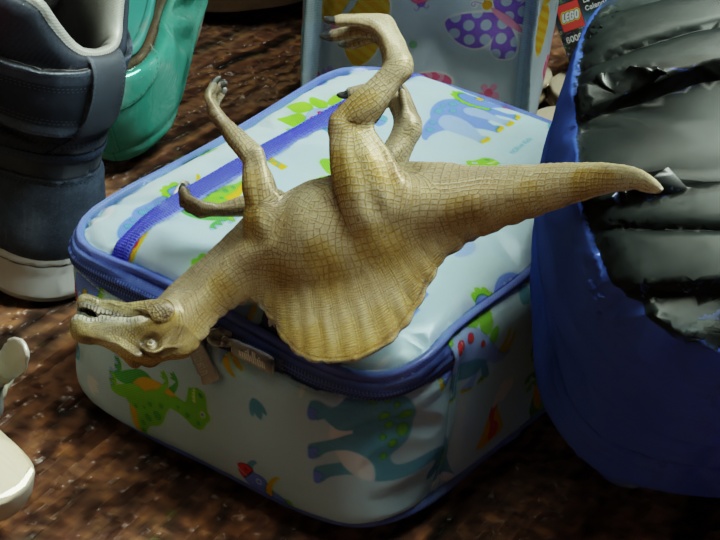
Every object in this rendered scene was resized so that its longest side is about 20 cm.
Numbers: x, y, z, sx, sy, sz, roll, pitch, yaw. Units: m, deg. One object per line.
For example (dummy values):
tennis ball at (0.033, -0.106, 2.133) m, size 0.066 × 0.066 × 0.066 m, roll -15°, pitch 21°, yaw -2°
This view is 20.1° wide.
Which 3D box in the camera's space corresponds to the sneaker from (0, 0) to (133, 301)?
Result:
sneaker at (-0.169, -0.099, 0.789) m, size 0.201 × 0.147 × 0.077 m, roll 32°, pitch 42°, yaw 20°

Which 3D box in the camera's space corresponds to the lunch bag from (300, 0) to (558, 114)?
lunch bag at (0.042, -0.169, 0.898) m, size 0.126 × 0.202 × 0.170 m, roll 6°, pitch 30°, yaw 4°

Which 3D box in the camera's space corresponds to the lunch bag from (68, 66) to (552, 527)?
lunch bag at (0.000, 0.000, 0.741) m, size 0.160 × 0.083 × 0.199 m, roll 24°, pitch 37°, yaw 31°

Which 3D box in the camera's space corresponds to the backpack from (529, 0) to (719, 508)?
backpack at (0.151, 0.006, 0.652) m, size 0.198 × 0.168 × 0.164 m, roll 4°, pitch 52°, yaw -7°

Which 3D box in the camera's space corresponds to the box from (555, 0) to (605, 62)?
box at (0.201, -0.155, 1.017) m, size 0.136 × 0.038 × 0.200 m, roll -16°, pitch 7°, yaw 37°

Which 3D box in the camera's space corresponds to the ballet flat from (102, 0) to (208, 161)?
ballet flat at (-0.103, -0.117, 0.945) m, size 0.067 × 0.071 × 0.201 m, roll 2°, pitch 37°, yaw 7°

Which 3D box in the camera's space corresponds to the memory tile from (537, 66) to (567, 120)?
memory tile at (0.046, -0.059, 0.930) m, size 0.152 × 0.017 × 0.200 m, roll 13°, pitch 30°, yaw 13°

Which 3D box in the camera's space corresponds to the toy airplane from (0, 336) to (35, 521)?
toy airplane at (-0.210, 0.004, 0.676) m, size 0.197 × 0.141 × 0.202 m, roll -9°, pitch 67°, yaw -5°

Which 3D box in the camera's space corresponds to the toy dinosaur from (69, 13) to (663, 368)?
toy dinosaur at (0.004, -0.022, 0.631) m, size 0.198 × 0.058 × 0.102 m, roll -17°, pitch 63°, yaw 23°

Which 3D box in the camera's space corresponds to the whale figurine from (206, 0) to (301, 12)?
whale figurine at (-0.087, -0.217, 1.096) m, size 0.158 × 0.105 × 0.200 m, roll -10°, pitch 36°, yaw -26°
